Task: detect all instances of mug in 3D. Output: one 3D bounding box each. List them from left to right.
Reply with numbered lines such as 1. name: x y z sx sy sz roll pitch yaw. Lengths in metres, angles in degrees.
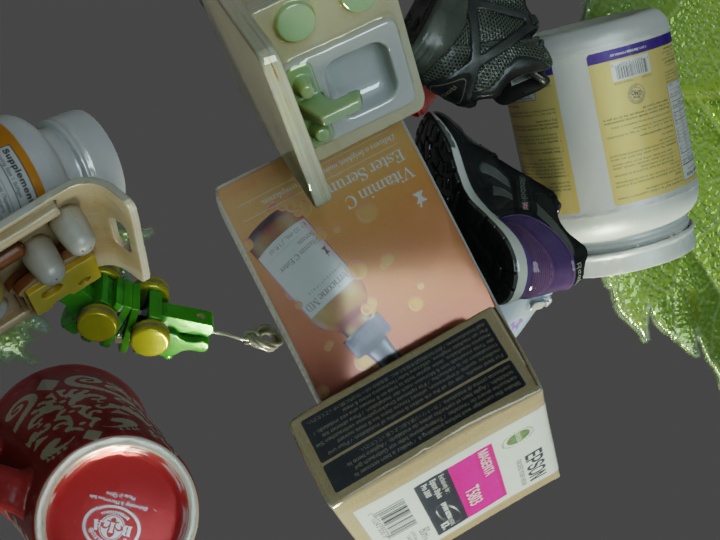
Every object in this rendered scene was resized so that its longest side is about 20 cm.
1. mug: -0.209 0.155 0.878 0.176 0.200 0.134 -18 102 -21

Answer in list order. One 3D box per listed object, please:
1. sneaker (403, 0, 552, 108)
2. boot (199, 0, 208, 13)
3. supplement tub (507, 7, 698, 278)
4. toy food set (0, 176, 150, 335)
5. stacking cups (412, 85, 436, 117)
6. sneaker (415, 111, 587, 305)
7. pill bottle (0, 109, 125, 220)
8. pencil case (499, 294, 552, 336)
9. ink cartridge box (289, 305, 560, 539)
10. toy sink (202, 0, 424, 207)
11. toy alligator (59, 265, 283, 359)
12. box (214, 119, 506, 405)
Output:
1. sneaker: 0.107 -0.208 0.986 0.114 0.076 0.200 36 62 -22
2. boot: -0.087 -0.309 0.947 0.155 0.077 0.201 -32 112 -11
3. supplement tub: 0.204 -0.107 1.057 0.144 0.145 0.202 -17 102 -20
4. toy food set: -0.231 0.030 0.832 0.199 0.144 0.061 -33 76 -15
5. stacking cups: 0.087 -0.222 1.044 0.060 0.060 0.201 38 81 -21
6. sneaker: 0.111 -0.052 1.017 0.087 0.201 0.076 -7 139 -25
7. pill bottle: -0.269 -0.042 0.872 0.199 0.111 0.112 -28 105 -34
8. pencil case: 0.084 0.064 1.056 0.090 0.083 0.201 33 83 -9
9. ink cartridge box: 0.054 0.131 0.908 0.164 0.075 0.200 -29 151 -2
10. toy sink: -0.032 -0.163 0.887 0.111 0.200 0.131 -26 130 -6
11. toy alligator: -0.160 0.045 0.970 0.199 0.060 0.054 18 128 -23
12. box: 0.000 0.000 0.960 0.152 0.106 0.201 -28 87 -6
